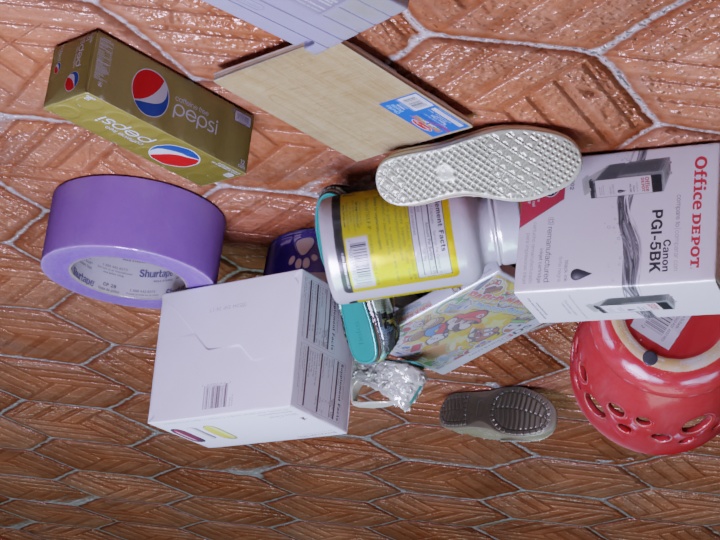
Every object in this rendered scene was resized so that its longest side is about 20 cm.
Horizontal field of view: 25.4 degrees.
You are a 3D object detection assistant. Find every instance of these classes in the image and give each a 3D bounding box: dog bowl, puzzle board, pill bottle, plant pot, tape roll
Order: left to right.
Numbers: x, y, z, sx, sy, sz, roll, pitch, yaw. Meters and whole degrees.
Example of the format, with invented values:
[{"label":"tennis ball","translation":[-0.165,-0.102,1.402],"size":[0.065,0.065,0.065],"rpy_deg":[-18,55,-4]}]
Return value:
[{"label":"tape roll","translation":[-0.255,-0.029,1.799],"size":[0.198,0.086,0.200],"rpy_deg":[6,159,2]},{"label":"puzzle board","translation":[-0.014,-0.159,1.468],"size":[0.150,0.018,0.199],"rpy_deg":[-13,153,41]},{"label":"dog bowl","translation":[-0.017,0.023,1.869],"size":[0.199,0.079,0.200],"rpy_deg":[6,160,2]},{"label":"pill bottle","translation":[0.063,-0.034,1.610],"size":[0.198,0.112,0.111],"rpy_deg":[-8,158,5]},{"label":"plant pot","translation":[0.335,0.082,1.747],"size":[0.199,0.202,0.183],"rpy_deg":[5,156,3]}]

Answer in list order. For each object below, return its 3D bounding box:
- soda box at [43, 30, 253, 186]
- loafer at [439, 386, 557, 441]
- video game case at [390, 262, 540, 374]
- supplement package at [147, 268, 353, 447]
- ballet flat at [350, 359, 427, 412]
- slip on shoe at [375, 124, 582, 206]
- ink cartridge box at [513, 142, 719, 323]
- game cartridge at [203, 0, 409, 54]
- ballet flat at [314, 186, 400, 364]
[{"label":"soda box","translation":[-0.194,-0.147,1.487],"size":[0.067,0.064,0.199],"rpy_deg":[-11,153,41]},{"label":"loafer","translation":[0.209,0.211,2.324],"size":[0.199,0.076,0.068],"rpy_deg":[2,163,41]},{"label":"video game case","translation":[0.123,0.057,1.831],"size":[0.181,0.023,0.200],"rpy_deg":[-29,154,21]},{"label":"supplement package","translation":[-0.118,0.101,1.763],"size":[0.199,0.157,0.111],"rpy_deg":[-10,155,34]},{"label":"ballet flat","translation":[-0.010,0.125,1.880],"size":[0.199,0.072,0.072],"rpy_deg":[9,166,41]},{"label":"slip on shoe","translation":[0.115,-0.101,1.530],"size":[0.199,0.075,0.061],"rpy_deg":[-7,-169,18]},{"label":"ink cartridge box","translation":[0.257,-0.035,1.527],"size":[0.199,0.148,0.083],"rpy_deg":[-5,155,26]},{"label":"game cartridge","translation":[-0.072,-0.237,1.252],"size":[0.199,0.039,0.129],"rpy_deg":[22,151,-35]},{"label":"ballet flat","translation":[0.000,0.000,1.725],"size":[0.074,0.201,0.074],"rpy_deg":[-10,-165,3]}]
